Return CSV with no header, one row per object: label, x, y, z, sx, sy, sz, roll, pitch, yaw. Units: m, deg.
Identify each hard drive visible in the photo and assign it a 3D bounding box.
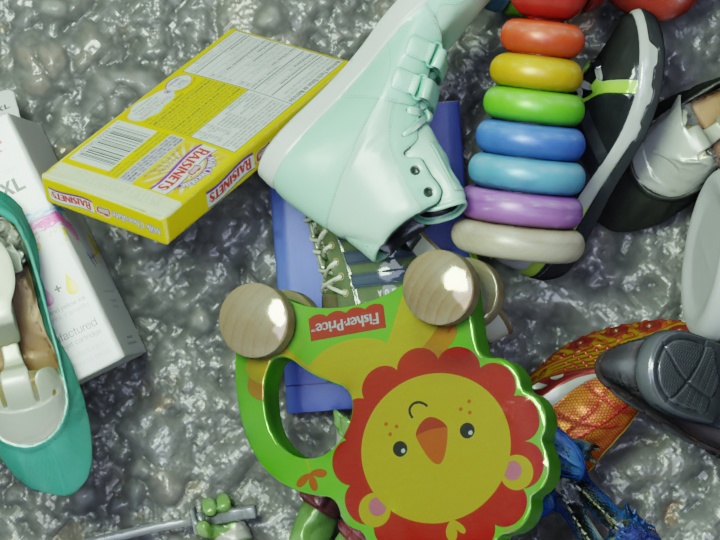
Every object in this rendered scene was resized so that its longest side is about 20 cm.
hard drive,0.009,-0.009,1.591,0.132,0.025,0.200,-5,90,2

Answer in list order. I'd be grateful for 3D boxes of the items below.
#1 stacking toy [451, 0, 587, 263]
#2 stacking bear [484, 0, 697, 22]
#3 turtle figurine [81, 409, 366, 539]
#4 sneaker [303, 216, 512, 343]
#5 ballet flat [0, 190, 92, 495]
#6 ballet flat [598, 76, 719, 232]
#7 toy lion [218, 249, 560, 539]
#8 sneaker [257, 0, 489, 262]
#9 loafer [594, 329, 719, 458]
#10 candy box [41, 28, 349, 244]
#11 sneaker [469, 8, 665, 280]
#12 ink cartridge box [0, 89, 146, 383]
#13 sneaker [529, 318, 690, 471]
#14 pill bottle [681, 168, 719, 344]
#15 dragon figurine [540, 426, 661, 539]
stacking toy,0.109,-0.108,1.484,0.085,0.085,0.200,6,96,1
stacking bear,0.133,-0.218,1.554,0.200,0.121,0.114,12,87,-6
turtle figurine,-0.060,0.179,1.534,0.200,0.144,0.194,37,89,-2
sneaker,0.000,0.000,1.544,0.200,0.067,0.090,44,86,-2
ballet flat,-0.216,0.046,1.449,0.067,0.070,0.200,-16,90,1
ballet flat,0.234,-0.098,1.566,0.200,0.068,0.068,-36,83,1
toy lion,0.022,0.092,1.465,0.200,0.069,0.192,-10,81,20
sneaker,0.044,-0.097,1.481,0.118,0.074,0.200,42,90,14
loafer,0.235,0.086,1.540,0.200,0.063,0.072,27,72,-37
candy box,-0.101,-0.090,1.515,0.102,0.200,0.026,21,134,29
sneaker,0.130,-0.084,1.542,0.083,0.072,0.200,21,106,-12
ink cartridge box,-0.245,-0.007,1.548,0.128,0.125,0.200,-26,90,1
sneaker,0.143,0.098,1.577,0.200,0.073,0.077,-31,111,5
pill bottle,0.318,0.002,1.535,0.200,0.116,0.116,9,90,-6
dragon figurine,0.108,0.118,1.488,0.200,0.099,0.059,42,97,-10
